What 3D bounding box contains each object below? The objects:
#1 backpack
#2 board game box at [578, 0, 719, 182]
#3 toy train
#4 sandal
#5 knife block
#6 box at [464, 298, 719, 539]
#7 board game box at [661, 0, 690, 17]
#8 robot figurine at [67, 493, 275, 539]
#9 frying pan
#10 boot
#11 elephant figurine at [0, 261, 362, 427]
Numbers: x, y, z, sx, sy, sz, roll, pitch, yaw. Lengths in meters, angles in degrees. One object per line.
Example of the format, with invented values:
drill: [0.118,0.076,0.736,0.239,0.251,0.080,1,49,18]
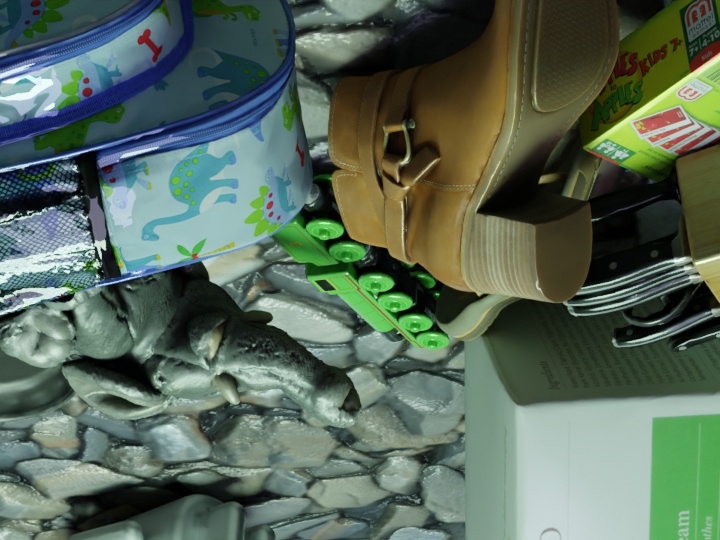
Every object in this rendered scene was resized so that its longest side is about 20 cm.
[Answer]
backpack: [-0.125,-0.080,0.745,0.198,0.184,0.148,-12,130,-7]
board game box: [0.216,-0.073,0.863,0.199,0.048,0.101,21,142,-33]
toy train: [0.000,0.000,1.037,0.056,0.042,0.200,-8,151,24]
sandal: [0.083,-0.022,0.992,0.054,0.081,0.200,28,145,-10]
knife block: [0.194,-0.028,0.824,0.174,0.065,0.200,6,148,-15]
box: [0.159,0.130,1.052,0.169,0.200,0.201,-2,108,-4]
board game box: [0.227,-0.188,0.756,0.134,0.035,0.201,0,149,-9]
robot figurine: [-0.163,0.252,1.362,0.199,0.114,0.170,-24,130,28]
frying pan: [-0.226,0.047,1.087,0.114,0.031,0.190,11,143,-25]
boot: [0.051,-0.090,0.848,0.076,0.202,0.154,-19,-156,-38]
elephant figurine: [-0.121,0.031,0.966,0.141,0.156,0.200,-40,131,12]
